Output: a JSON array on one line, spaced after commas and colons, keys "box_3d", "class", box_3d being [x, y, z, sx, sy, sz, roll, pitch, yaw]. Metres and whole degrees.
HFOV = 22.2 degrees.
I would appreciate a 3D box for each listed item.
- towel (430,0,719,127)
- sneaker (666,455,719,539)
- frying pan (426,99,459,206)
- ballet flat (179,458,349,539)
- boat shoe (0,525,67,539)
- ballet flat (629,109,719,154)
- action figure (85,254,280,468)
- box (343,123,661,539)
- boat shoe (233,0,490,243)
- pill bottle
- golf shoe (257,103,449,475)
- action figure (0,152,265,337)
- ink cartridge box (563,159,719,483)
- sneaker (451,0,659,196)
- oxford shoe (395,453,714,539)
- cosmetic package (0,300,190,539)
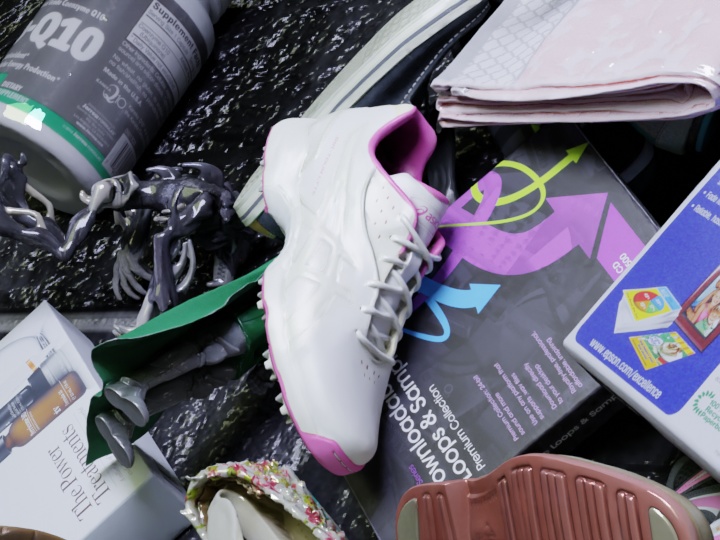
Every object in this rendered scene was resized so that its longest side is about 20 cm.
[{"box_3d": [0.151, -0.145, 0.919, 0.190, 0.032, 0.200, 2, 44, 47], "class": "towel"}, {"box_3d": [0.205, 0.073, 0.755, 0.199, 0.080, 0.087, -25, 39, 18], "class": "sneaker"}, {"box_3d": [0.036, -0.005, 1.004, 0.115, 0.031, 0.191, -36, 40, 8], "class": "frying pan"}, {"box_3d": [-0.031, 0.153, 0.883, 0.200, 0.064, 0.076, 34, 102, 53], "class": "ballet flat"}, {"box_3d": [-0.200, 0.165, 0.941, 0.065, 0.198, 0.073, 145, 141, -66], "class": "boat shoe"}, {"box_3d": [0.199, -0.150, 0.970, 0.062, 0.068, 0.201, 30, 69, 18], "class": "ballet flat"}, {"box_3d": [-0.058, 0.031, 0.991, 0.199, 0.118, 0.055, -34, 73, -34], "class": "action figure"}, {"box_3d": [0.064, 0.034, 0.907, 0.200, 0.036, 0.143, -42, 51, 10], "class": "box"}, {"box_3d": [0.010, -0.085, 1.020, 0.200, 0.062, 0.075, -47, 8, 22], "class": "boat shoe"}, {"box_3d": [-0.170, -0.147, 1.252, 0.112, 0.113, 0.201, 9, 59, 44], "class": "pill bottle"}, {"box_3d": [0.000, 0.000, 0.901, 0.091, 0.075, 0.202, -17, 58, 22], "class": "golf shoe"}, {"box_3d": [-0.137, -0.017, 1.110, 0.198, 0.103, 0.119, 4, 12, -5], "class": "action figure"}, {"box_3d": [0.198, 0.000, 0.742, 0.200, 0.047, 0.198, -48, 28, 1], "class": "ink cartridge box"}, {"box_3d": [0.090, -0.099, 1.012, 0.072, 0.083, 0.200, -39, 38, 2], "class": "sneaker"}, {"box_3d": [0.091, 0.108, 0.780, 0.199, 0.073, 0.072, -6, 90, 61], "class": "oxford shoe"}, {"box_3d": [-0.195, 0.126, 1.062, 0.151, 0.052, 0.200, -44, 39, 0], "class": "cosmetic package"}]
